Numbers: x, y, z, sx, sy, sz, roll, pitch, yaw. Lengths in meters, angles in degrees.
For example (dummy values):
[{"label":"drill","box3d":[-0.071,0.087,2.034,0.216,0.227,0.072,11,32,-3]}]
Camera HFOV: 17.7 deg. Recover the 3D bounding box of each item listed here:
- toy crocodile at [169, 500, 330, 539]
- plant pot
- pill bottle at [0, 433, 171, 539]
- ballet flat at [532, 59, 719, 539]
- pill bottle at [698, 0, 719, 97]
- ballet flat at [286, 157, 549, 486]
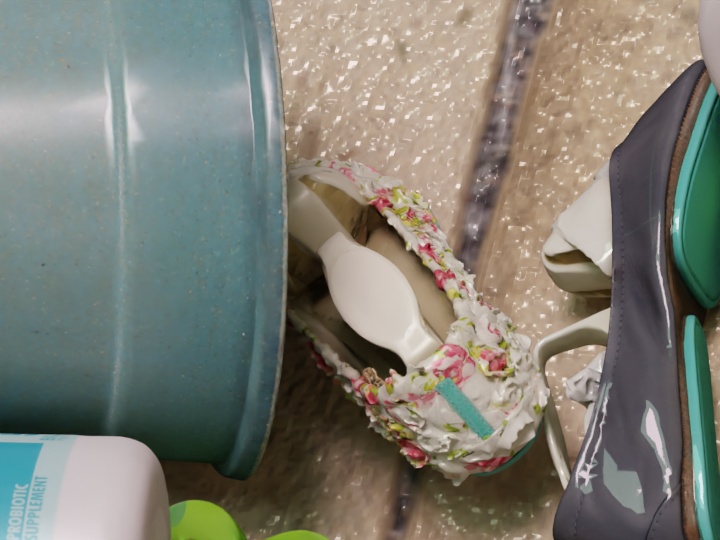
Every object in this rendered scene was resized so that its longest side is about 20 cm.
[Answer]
[{"label":"toy crocodile","box3d":[-0.086,0.128,0.794,0.199,0.068,0.062,-14,55,11]},{"label":"plant pot","box3d":[-0.140,-0.026,0.788,0.195,0.201,0.201,-1,54,-13]},{"label":"pill bottle","box3d":[-0.161,0.104,0.709,0.199,0.111,0.111,1,57,1]},{"label":"ballet flat","box3d":[0.094,0.013,0.805,0.073,0.073,0.201,-3,60,18]},{"label":"pill bottle","box3d":[0.195,-0.131,0.808,0.116,0.117,0.200,5,42,22]},{"label":"ballet flat","box3d":[0.000,0.000,0.822,0.076,0.064,0.200,-45,41,-2]}]
